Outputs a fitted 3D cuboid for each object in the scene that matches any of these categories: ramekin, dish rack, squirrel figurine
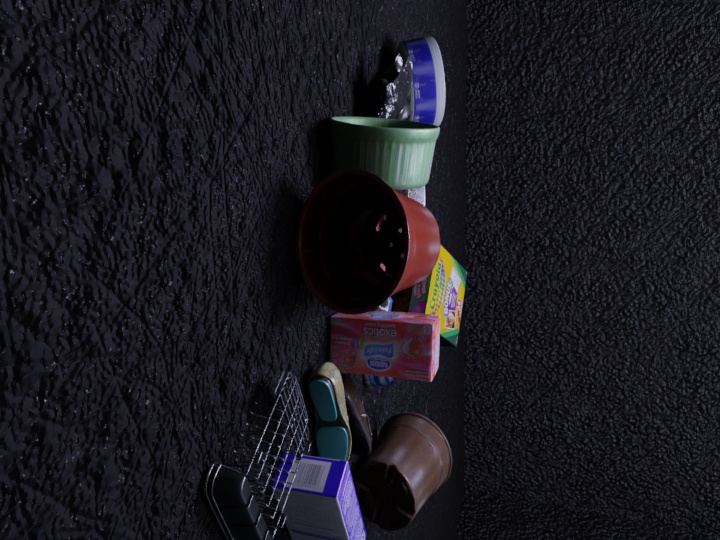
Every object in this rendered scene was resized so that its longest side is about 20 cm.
[{"bbox_3d":[0.039,-0.208,0.931,0.200,0.192,0.102,-44,142,-64],"label":"ramekin"},{"bbox_3d":[-0.121,0.244,0.698,0.203,0.052,0.158,-69,156,-50],"label":"dish rack"},{"bbox_3d":[0.132,0.082,1.360,0.203,0.136,0.191,-71,150,-48],"label":"squirrel figurine"}]

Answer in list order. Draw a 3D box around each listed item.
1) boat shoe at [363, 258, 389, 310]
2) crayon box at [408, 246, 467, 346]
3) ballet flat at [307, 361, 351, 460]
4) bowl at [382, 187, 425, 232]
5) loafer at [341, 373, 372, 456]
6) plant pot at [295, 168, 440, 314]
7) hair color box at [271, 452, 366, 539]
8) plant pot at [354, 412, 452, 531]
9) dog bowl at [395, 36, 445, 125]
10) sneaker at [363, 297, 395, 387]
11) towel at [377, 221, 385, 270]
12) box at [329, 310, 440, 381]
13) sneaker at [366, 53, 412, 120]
[{"bbox_3d":[0.000,0.000,0.981,0.073,0.060,0.202,-60,139,-25],"label":"boat shoe"},{"bbox_3d":[0.195,0.062,1.319,0.171,0.057,0.208,36,59,-46],"label":"crayon box"},{"bbox_3d":[-0.047,0.249,0.912,0.071,0.068,0.208,-55,141,-59],"label":"ballet flat"},{"bbox_3d":[0.092,-0.157,1.260,0.200,0.090,0.210,2,90,-72],"label":"bowl"},{"bbox_3d":[-0.012,0.278,1.014,0.072,0.070,0.206,-65,152,-47],"label":"loafer"},{"bbox_3d":[0.030,-0.044,0.845,0.193,0.194,0.210,-3,96,-60],"label":"plant pot"},{"bbox_3d":[-0.059,0.375,0.819,0.066,0.105,0.206,-65,152,-52],"label":"hair color box"},{"bbox_3d":[0.090,0.460,1.199,0.197,0.193,0.210,-21,112,-63],"label":"plant pot"},{"bbox_3d":[0.141,-0.449,1.282,0.200,0.075,0.209,171,-89,-85],"label":"dog bowl"},{"bbox_3d":[0.062,0.163,1.212,0.078,0.085,0.209,27,66,-71],"label":"sneaker"},{"bbox_3d":[0.031,-0.055,1.196,0.203,0.022,0.149,72,25,-52],"label":"towel"},{"bbox_3d":[0.046,0.134,0.977,0.094,0.192,0.107,-18,110,-72],"label":"box"},{"bbox_3d":[0.042,-0.334,1.058,0.200,0.059,0.106,-45,135,-24],"label":"sneaker"}]
